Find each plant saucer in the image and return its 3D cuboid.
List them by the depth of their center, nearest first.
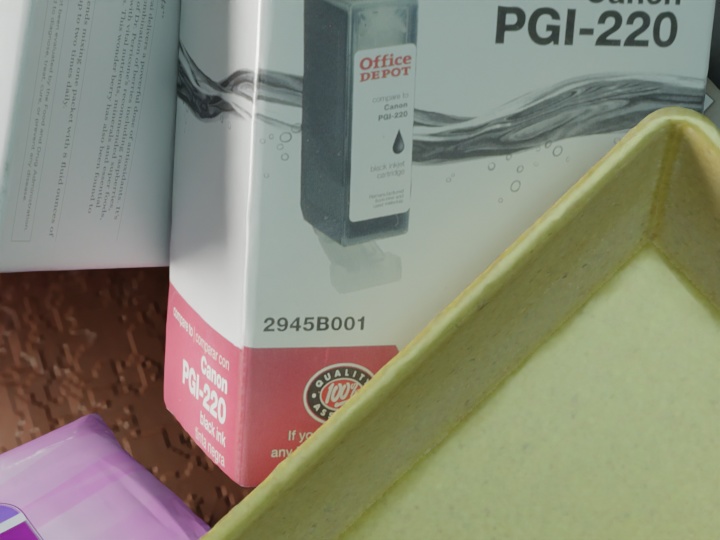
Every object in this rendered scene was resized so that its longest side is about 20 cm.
[{"bbox_3d":[0.081,0.091,0.567,0.200,0.048,0.200,-43,90,-5],"label":"plant saucer"}]

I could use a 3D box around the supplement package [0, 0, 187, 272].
[{"bbox_3d":[-0.105,-0.069,0.653,0.120,0.200,0.121,11,95,22],"label":"supplement package"}]

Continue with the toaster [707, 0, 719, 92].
[{"bbox_3d":[0.156,-0.108,0.817,0.114,0.200,0.129,-41,104,-26],"label":"toaster"}]

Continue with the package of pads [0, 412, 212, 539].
[{"bbox_3d":[-0.134,0.133,0.658,0.200,0.120,0.076,-26,125,-25],"label":"package of pads"}]

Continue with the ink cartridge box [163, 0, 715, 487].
[{"bbox_3d":[0.023,-0.044,0.609,0.146,0.085,0.200,-2,104,-20],"label":"ink cartridge box"}]

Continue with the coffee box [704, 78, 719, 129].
[{"bbox_3d":[0.093,-0.032,0.796,0.080,0.114,0.200,-40,87,-25],"label":"coffee box"}]
